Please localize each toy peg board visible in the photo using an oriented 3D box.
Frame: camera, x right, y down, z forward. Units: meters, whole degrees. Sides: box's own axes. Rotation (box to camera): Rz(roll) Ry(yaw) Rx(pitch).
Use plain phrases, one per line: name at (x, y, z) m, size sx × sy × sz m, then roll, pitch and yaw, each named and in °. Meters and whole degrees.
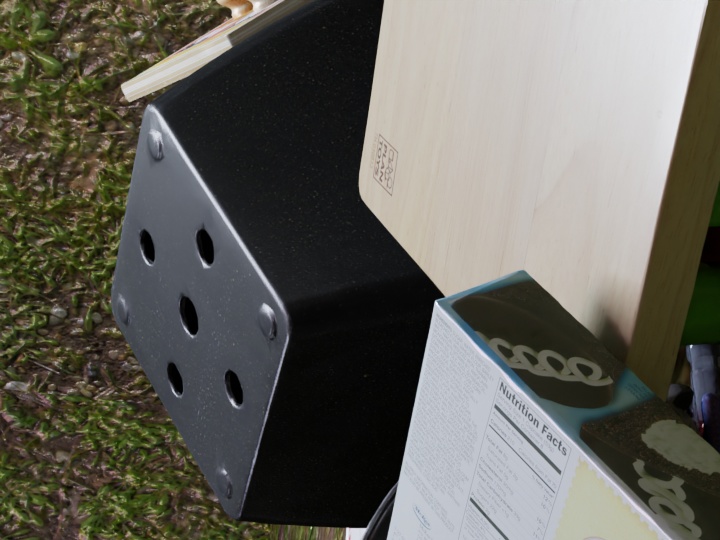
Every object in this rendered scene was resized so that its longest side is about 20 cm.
toy peg board at (0.091, -0.075, 0.598) m, size 0.199 × 0.097 × 0.201 m, roll -129°, pitch 42°, yaw -55°

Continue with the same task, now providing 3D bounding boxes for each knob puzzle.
knob puzzle at (-0.018, -0.156, 0.924) m, size 0.031 × 0.219 × 0.220 m, roll 59°, pitch 180°, yaw -10°

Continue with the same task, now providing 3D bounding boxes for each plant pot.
plant pot at (0.000, 0.000, 0.823) m, size 0.200 × 0.177 × 0.201 m, roll 56°, pitch 147°, yaw 32°

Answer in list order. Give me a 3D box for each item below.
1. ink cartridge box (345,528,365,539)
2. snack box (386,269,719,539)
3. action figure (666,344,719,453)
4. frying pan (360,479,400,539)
ink cartridge box at (0.046, 0.112, 1.167) m, size 0.200 × 0.082 × 0.147 m, roll 108°, pitch 167°, yaw -63°
snack box at (0.082, 0.105, 0.509) m, size 0.200 × 0.037 × 0.117 m, roll 46°, pitch 141°, yaw 37°
action figure at (0.089, 0.123, 0.630) m, size 0.200 × 0.104 × 0.194 m, roll -86°, pitch -5°, yaw -55°
frying pan at (0.035, 0.146, 0.697) m, size 0.115 × 0.031 × 0.191 m, roll -52°, pitch -37°, yaw -31°
